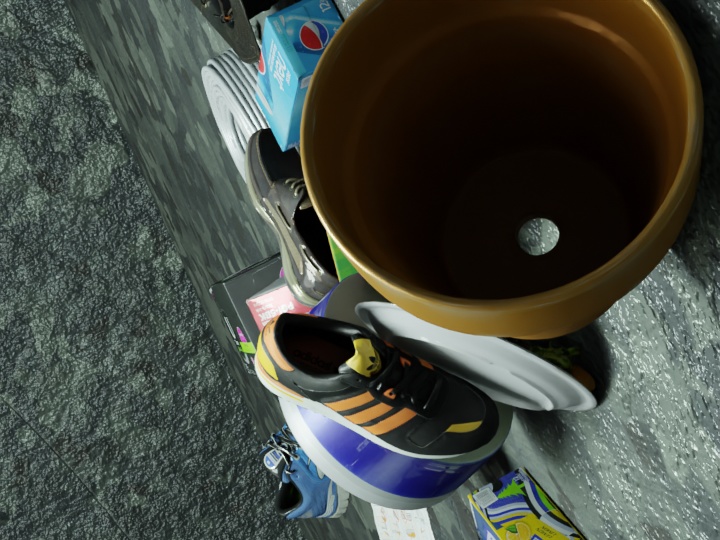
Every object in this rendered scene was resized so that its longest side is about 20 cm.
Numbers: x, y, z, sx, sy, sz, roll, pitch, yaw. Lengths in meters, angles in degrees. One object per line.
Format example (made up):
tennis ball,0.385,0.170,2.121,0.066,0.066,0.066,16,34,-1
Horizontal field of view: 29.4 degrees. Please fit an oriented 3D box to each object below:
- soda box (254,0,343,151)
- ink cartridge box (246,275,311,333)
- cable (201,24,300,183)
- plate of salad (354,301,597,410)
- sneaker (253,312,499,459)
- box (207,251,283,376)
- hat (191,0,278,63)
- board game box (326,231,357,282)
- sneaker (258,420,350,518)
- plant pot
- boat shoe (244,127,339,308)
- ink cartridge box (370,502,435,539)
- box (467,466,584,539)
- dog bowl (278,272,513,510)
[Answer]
soda box,-0.055,-0.184,1.306,0.068,0.064,0.200,62,167,9
ink cartridge box,-0.029,0.092,1.548,0.200,0.083,0.147,66,-156,-5
cable,-0.113,-0.160,1.576,0.200,0.069,0.200,63,167,7
plate of salad,0.091,0.059,1.064,0.200,0.048,0.200,22,168,5
sneaker,0.014,0.086,1.050,0.200,0.070,0.090,20,158,2
box,-0.117,0.059,1.897,0.149,0.124,0.200,65,169,-3
hat,-0.127,-0.304,1.337,0.201,0.081,0.201,53,169,14
board game box,0.023,-0.017,1.239,0.030,0.095,0.200,-107,3,-49
sneaker,-0.056,0.182,1.437,0.079,0.089,0.200,39,132,51
plant pot,0.086,-0.047,0.758,0.200,0.200,0.183,59,-178,23
boat shoe,-0.055,-0.062,1.407,0.073,0.074,0.200,-38,72,51
ink cartridge box,0.047,0.206,1.391,0.161,0.050,0.200,-26,81,69
box,0.176,0.273,1.257,0.200,0.064,0.070,50,161,51
dog bowl,0.031,0.100,1.188,0.079,0.200,0.200,-48,63,38
